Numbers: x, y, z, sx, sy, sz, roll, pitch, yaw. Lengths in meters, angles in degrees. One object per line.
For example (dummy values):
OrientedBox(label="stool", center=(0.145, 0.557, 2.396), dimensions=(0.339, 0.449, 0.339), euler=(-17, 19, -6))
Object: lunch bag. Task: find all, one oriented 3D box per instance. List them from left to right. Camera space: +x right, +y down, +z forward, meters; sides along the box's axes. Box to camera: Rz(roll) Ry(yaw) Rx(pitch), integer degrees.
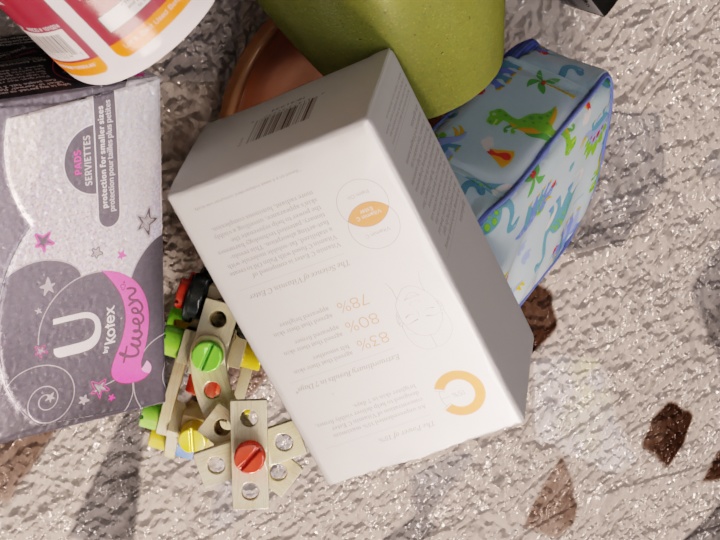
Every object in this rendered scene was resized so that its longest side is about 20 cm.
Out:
OrientedBox(label="lunch bag", center=(0.082, -0.036, 1.220), dimensions=(0.200, 0.082, 0.161), euler=(-49, 154, -36))

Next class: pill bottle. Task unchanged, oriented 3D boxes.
OrientedBox(label="pill bottle", center=(-0.167, -0.196, 0.966), dimensions=(0.113, 0.113, 0.200), euler=(-50, 127, -8))

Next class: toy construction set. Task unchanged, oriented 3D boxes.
OrientedBox(label="toy construction set", center=(-0.087, 0.069, 1.154), dimensions=(0.092, 0.200, 0.132), euler=(15, 94, -16))

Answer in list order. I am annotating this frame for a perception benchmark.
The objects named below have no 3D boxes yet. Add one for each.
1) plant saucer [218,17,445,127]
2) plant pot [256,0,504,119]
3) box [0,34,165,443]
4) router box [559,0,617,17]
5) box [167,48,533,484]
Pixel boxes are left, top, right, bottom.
OrientedBox(label="plant saucer", center=(-0.009, -0.096, 1.228), dimensions=(0.200, 0.037, 0.201), euler=(-16, 119, -31))
OrientedBox(label="plant pot", center=(0.006, -0.191, 1.093), dimensions=(0.187, 0.187, 0.200), euler=(-36, 124, -18))
OrientedBox(label="box", center=(-0.188, -0.020, 1.080), dimensions=(0.132, 0.115, 0.201), euler=(-12, 117, -31))
OrientedBox(label="router box", center=(0.139, -0.285, 1.241), dimensions=(0.149, 0.051, 0.200), euler=(-53, 130, -7))
OrientedBox(label="box", center=(0.000, 0.000, 1.072), dimensions=(0.124, 0.098, 0.200), euler=(-19, 113, 19))
